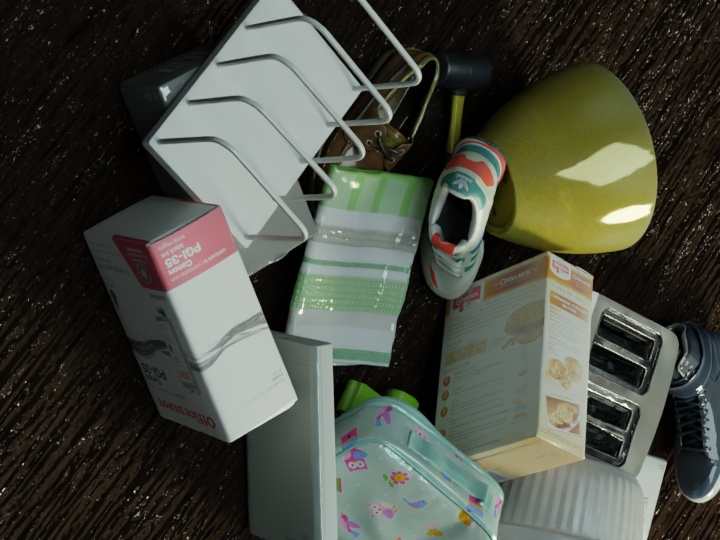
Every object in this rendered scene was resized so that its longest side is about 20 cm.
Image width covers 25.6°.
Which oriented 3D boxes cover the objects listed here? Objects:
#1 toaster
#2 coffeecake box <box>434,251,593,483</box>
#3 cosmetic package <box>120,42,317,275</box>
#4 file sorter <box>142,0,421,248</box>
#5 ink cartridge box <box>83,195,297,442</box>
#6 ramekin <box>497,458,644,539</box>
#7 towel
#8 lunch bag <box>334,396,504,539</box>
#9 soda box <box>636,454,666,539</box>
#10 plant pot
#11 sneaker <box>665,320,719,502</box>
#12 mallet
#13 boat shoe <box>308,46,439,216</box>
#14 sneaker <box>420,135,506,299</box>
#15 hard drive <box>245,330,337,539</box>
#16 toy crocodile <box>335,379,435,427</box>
[{"bbox_3d":[0.239,0.124,1.734,0.199,0.118,0.183,26,81,-34],"label":"toaster"},{"bbox_3d":[0.155,0.103,1.613,0.073,0.153,0.202,26,58,-32],"label":"coffeecake box"},{"bbox_3d":[-0.130,-0.101,1.477,0.106,0.090,0.202,-30,113,-30],"label":"cosmetic package"},{"bbox_3d":[-0.063,-0.139,1.395,0.139,0.124,0.201,47,66,-28],"label":"file sorter"},{"bbox_3d":[-0.154,0.042,1.434,0.082,0.146,0.202,-30,111,-27],"label":"ink cartridge box"},{"bbox_3d":[0.209,0.259,1.685,0.199,0.199,0.106,23,73,-34],"label":"ramekin"},{"bbox_3d":[0.000,0.000,1.567,0.148,0.031,0.202,2,107,-46],"label":"towel"},{"bbox_3d":[0.041,0.220,1.570,0.200,0.160,0.078,40,36,-21],"label":"lunch bag"},{"bbox_3d":[0.283,0.302,1.812,0.063,0.068,0.202,20,84,-34],"label":"soda box"},{"bbox_3d":[0.189,-0.102,1.638,0.141,0.199,0.203,-15,103,-25],"label":"plant pot"},{"bbox_3d":[0.376,0.159,1.849,0.145,0.076,0.205,23,72,-45],"label":"sneaker"},{"bbox_3d":[0.089,-0.132,1.657,0.065,0.041,0.203,8,94,-36],"label":"mallet"},{"bbox_3d":[0.014,-0.136,1.581,0.072,0.068,0.202,31,78,-34],"label":"boat shoe"},{"bbox_3d":[0.088,-0.035,1.589,0.094,0.070,0.201,-54,164,-45],"label":"sneaker"},{"bbox_3d":[-0.068,0.163,1.515,0.026,0.131,0.203,-5,98,-35],"label":"hard drive"},{"bbox_3d":[0.051,0.177,1.649,0.199,0.061,0.068,33,66,-29],"label":"toy crocodile"}]
